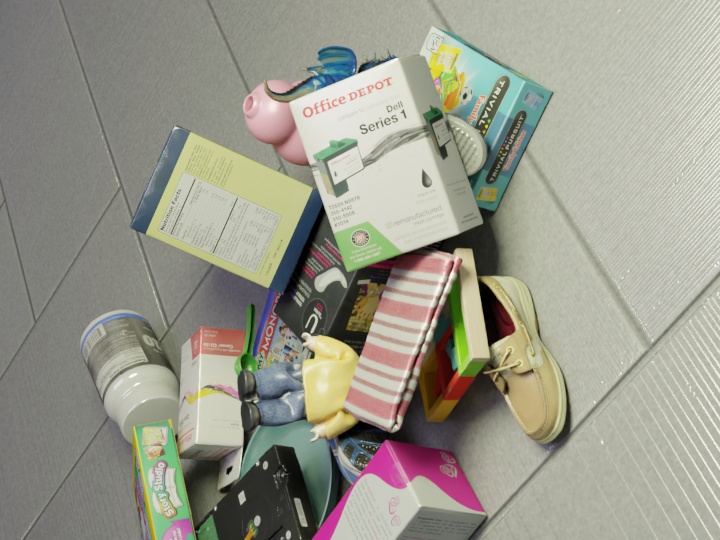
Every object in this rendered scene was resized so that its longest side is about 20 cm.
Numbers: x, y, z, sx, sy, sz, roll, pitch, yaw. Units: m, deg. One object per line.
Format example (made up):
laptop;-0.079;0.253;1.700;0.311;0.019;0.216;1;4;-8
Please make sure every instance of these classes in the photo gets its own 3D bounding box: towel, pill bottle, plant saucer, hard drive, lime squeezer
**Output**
towel;0.046;0.073;1.541;0.200;0.030;0.146;-70;18;-3
pill bottle;-0.330;0.158;2.083;0.114;0.114;0.200;-59;40;22
plant saucer;-0.084;0.269;1.788;0.200;0.036;0.200;-23;61;48
hard drive;-0.130;0.328;1.768;0.200;0.038;0.140;-48;45;31
lime squeezer;-0.124;0.128;1.850;0.071;0.038;0.200;-37;43;-1

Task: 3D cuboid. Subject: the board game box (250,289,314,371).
board game box;-0.078;0.055;1.856;0.134;0.029;0.200;21;96;53

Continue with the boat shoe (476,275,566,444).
boat shoe;0.157;0.091;1.504;0.074;0.066;0.200;-46;45;34

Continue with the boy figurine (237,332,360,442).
boy figurine;-0.039;0.130;1.631;0.064;0.200;0.125;137;123;-70

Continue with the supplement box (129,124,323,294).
supplement box;-0.166;-0.078;1.769;0.200;0.199;0.134;-147;81;-82

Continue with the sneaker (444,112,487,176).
sneaker;0.063;-0.149;1.623;0.200;0.079;0.079;10;106;30

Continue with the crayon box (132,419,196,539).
crayon box;-0.263;0.331;1.920;0.173;0.058;0.200;104;154;-53

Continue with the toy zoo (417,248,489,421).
toy zoo;0.093;0.080;1.572;0.200;0.020;0.131;116;152;-57

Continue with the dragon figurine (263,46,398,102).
dragon figurine;-0.035;-0.226;1.686;0.059;0.200;0.100;-33;55;56

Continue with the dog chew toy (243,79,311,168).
dog chew toy;-0.056;-0.179;1.761;0.124;0.200;0.125;-22;62;48

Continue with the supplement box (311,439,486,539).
supplement box;0.031;0.295;1.573;0.200;0.103;0.101;-56;40;26

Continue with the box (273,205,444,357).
box;0.000;0.000;1.706;0.122;0.106;0.200;44;113;49

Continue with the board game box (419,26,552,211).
board game box;0.118;-0.180;1.661;0.200;0.047;0.151;42;112;50

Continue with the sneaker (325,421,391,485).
sneaker;-0.009;0.201;1.678;0.200;0.076;0.077;-114;14;-59

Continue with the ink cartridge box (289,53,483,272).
ink cartridge box;0.027;-0.118;1.551;0.146;0.084;0.200;-19;92;25

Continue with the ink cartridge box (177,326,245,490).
ink cartridge box;-0.202;0.187;1.917;0.116;0.067;0.200;138;135;-64
